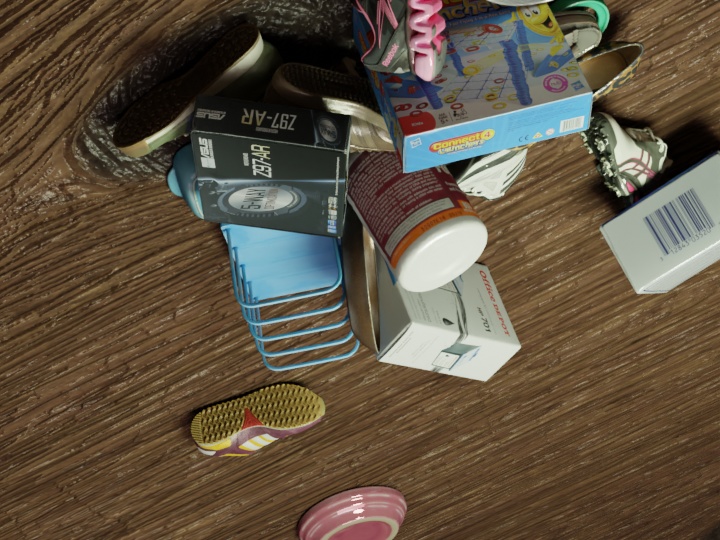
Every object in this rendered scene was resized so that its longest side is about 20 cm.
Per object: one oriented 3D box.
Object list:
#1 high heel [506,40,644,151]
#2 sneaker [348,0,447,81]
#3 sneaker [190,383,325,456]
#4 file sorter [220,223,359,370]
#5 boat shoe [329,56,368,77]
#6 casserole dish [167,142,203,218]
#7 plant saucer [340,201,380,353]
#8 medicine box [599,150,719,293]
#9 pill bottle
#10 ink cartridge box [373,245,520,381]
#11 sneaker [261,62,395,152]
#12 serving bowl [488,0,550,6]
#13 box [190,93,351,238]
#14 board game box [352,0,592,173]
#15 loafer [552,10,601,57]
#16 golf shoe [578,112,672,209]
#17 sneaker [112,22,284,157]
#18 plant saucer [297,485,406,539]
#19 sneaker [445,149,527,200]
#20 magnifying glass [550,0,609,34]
[{"bbox_3d":[0.223,-0.201,1.460,0.199,0.072,0.142,-28,176,-41],"label":"high heel"},{"bbox_3d":[0.029,-0.283,1.268,0.094,0.203,0.079,2,-164,21],"label":"sneaker"},{"bbox_3d":[-0.147,0.224,1.929,0.197,0.076,0.090,-11,153,-1],"label":"sneaker"},{"bbox_3d":[-0.080,0.023,1.604,0.137,0.124,0.201,-10,152,2],"label":"file sorter"},{"bbox_3d":[-0.014,-0.199,1.425,0.197,0.072,0.073,-11,124,-4],"label":"boat shoe"},{"bbox_3d":[-0.122,-0.113,1.508,0.197,0.039,0.122,-16,146,-5],"label":"casserole dish"},{"bbox_3d":[0.000,0.000,1.582,0.032,0.202,0.201,-6,146,5],"label":"plant saucer"},{"bbox_3d":[0.434,-0.059,1.725,0.181,0.104,0.199,-34,167,20],"label":"medicine box"},{"bbox_3d":[0.047,-0.087,1.466,0.113,0.201,0.115,-24,152,-14],"label":"pill bottle"},{"bbox_3d":[0.097,0.054,1.739,0.198,0.148,0.086,12,134,-37],"label":"ink cartridge box"},{"bbox_3d":[-0.010,-0.159,1.383,0.198,0.071,0.076,17,133,-20],"label":"sneaker"},{"bbox_3d":[0.175,-0.358,1.290,0.197,0.066,0.201,-12,145,-9],"label":"serving bowl"},{"bbox_3d":[-0.091,-0.105,1.379,0.158,0.044,0.201,8,156,0],"label":"box"},{"bbox_3d":[0.110,-0.210,1.345,0.197,0.197,0.056,-14,145,-7],"label":"board game box"},{"bbox_3d":[0.178,-0.224,1.429,0.198,0.063,0.072,-17,143,-13],"label":"loafer"},{"bbox_3d":[0.331,-0.156,1.642,0.088,0.078,0.200,-36,151,7],"label":"golf shoe"},{"bbox_3d":[-0.159,-0.169,1.386,0.199,0.068,0.090,-35,137,16],"label":"sneaker"},{"bbox_3d":[-0.010,0.450,2.307,0.198,0.051,0.202,-12,145,-9],"label":"plant saucer"},{"bbox_3d":[0.118,-0.104,1.588,0.199,0.076,0.116,-26,145,-3],"label":"sneaker"},{"bbox_3d":[0.195,-0.243,1.494,0.199,0.023,0.079,-35,142,22],"label":"magnifying glass"}]
